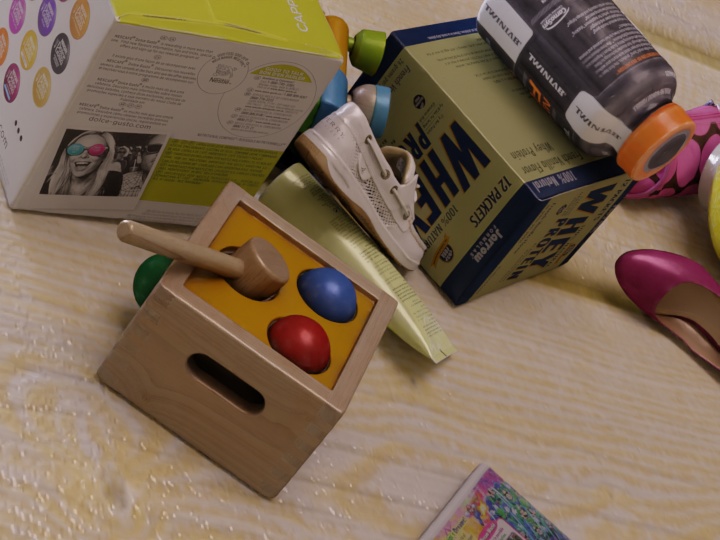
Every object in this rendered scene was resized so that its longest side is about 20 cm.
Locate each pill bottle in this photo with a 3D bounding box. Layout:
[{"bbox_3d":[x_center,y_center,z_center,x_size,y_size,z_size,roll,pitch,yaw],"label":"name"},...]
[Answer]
[{"bbox_3d":[0.197,-0.171,1.756,0.106,0.106,0.200,-14,59,-50],"label":"pill bottle"}]

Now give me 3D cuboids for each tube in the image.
[{"bbox_3d":[0.000,0.000,1.668,0.200,0.052,0.058,45,56,6],"label":"tube"}]

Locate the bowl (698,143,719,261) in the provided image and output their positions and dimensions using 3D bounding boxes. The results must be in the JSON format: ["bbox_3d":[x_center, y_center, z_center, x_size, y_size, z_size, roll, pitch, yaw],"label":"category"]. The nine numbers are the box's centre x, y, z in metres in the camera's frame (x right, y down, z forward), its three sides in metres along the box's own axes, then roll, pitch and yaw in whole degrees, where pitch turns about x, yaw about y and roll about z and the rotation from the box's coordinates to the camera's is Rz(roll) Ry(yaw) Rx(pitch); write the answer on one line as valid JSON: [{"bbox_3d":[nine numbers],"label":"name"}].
[{"bbox_3d":[0.401,-0.078,2.044,0.107,0.201,0.200,25,23,35],"label":"bowl"}]

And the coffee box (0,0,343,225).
[{"bbox_3d":[-0.164,-0.175,1.572,0.199,0.198,0.200,6,46,-35],"label":"coffee box"}]

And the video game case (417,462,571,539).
[{"bbox_3d":[0.116,0.250,1.506,0.182,0.024,0.200,41,34,4],"label":"video game case"}]

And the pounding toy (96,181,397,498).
[{"bbox_3d":[-0.089,0.029,1.462,0.200,0.142,0.184,36,33,-5],"label":"pounding toy"}]

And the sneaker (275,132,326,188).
[{"bbox_3d":[-0.081,-0.145,1.742,0.200,0.074,0.081,42,37,8],"label":"sneaker"}]

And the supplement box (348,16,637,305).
[{"bbox_3d":[0.109,-0.104,1.812,0.200,0.134,0.200,49,35,16],"label":"supplement box"}]

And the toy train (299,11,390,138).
[{"bbox_3d":[-0.030,-0.196,1.706,0.115,0.085,0.201,12,52,-12],"label":"toy train"}]

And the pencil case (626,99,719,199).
[{"bbox_3d":[0.327,-0.125,2.082,0.199,0.094,0.091,-14,57,-49],"label":"pencil case"}]

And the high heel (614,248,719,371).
[{"bbox_3d":[0.318,0.050,1.885,0.199,0.068,0.096,27,25,-23],"label":"high heel"}]

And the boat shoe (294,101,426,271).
[{"bbox_3d":[0.019,-0.067,1.670,0.071,0.069,0.200,45,-3,34],"label":"boat shoe"}]
